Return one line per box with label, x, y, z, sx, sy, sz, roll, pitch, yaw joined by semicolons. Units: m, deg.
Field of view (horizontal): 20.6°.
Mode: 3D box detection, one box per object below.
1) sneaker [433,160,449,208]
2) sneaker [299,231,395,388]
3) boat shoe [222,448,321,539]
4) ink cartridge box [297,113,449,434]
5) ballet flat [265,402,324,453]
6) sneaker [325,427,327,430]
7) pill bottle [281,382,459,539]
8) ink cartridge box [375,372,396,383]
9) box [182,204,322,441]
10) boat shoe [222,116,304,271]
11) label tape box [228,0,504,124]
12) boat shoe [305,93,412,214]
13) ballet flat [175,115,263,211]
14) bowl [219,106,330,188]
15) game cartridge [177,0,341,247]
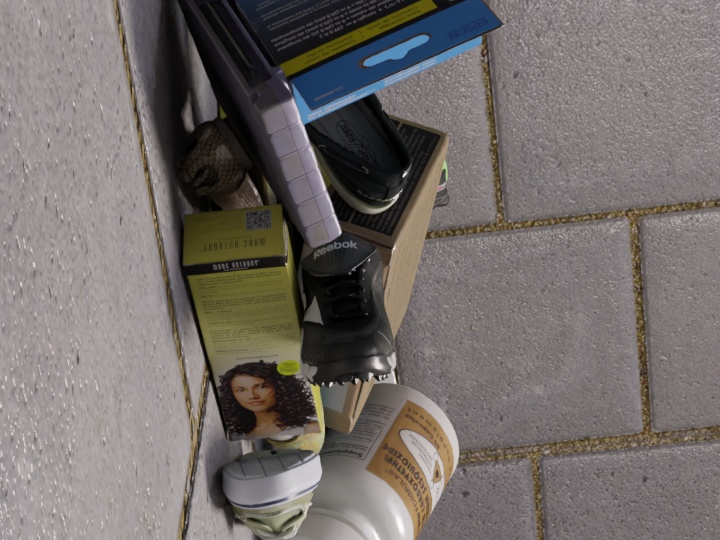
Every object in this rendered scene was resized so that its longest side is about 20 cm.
sneaker;0.002;-0.033;1.785;0.077;0.199;0.084;50;-8;51
sneaker;-0.013;0.022;1.362;0.200;0.066;0.092;-91;173;-79
boat shoe;-0.060;0.166;1.453;0.200;0.071;0.063;56;26;-88
ink cartridge box;0.000;0.000;1.589;0.165;0.074;0.201;-62;169;-50
ballet flat;-0.073;0.076;1.527;0.071;0.070;0.202;-90;174;-58
sneaker;-0.037;0.188;1.817;0.200;0.065;0.079;-88;175;-66
pill bottle;-0.001;0.195;1.657;0.200;0.113;0.115;-54;144;-50
ink cartridge box;-0.024;0.049;1.856;0.200;0.050;0.110;-136;-149;-69
box;-0.074;0.041;1.409;0.201;0.074;0.050;79;6;-47
boat shoe;-0.068;-0.060;1.545;0.072;0.066;0.202;44;-25;31
label tape box;0.001;-0.166;1.354;0.201;0.143;0.064;-121;-170;-47
boat shoe;-0.030;-0.134;1.462;0.200;0.074;0.066;57;-25;1
ballet flat;-0.102;-0.061;1.414;0.068;0.046;0.200;54;-6;7
bowl;-0.053;-0.094;1.686;0.200;0.106;0.203;-6;90;-86
game cartridge;-0.072;-0.118;1.358;0.200;0.038;0.130;57;-6;47
